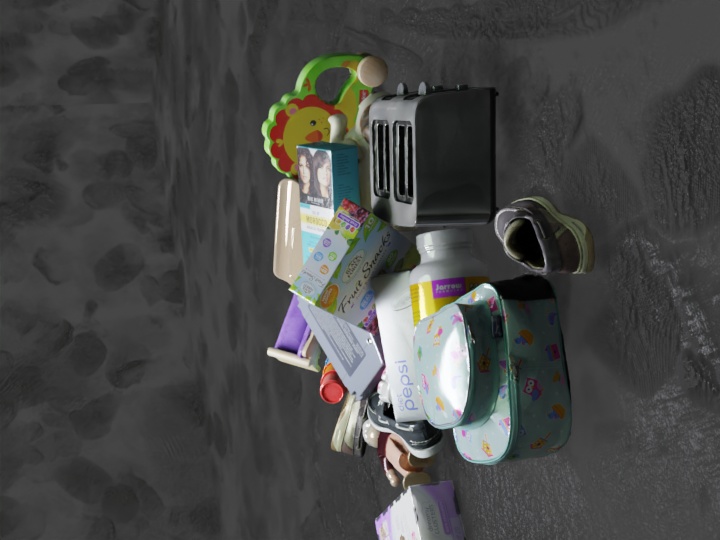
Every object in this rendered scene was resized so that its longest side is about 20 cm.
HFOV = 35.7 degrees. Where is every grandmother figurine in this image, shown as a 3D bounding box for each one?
[{"bbox_3d":[0.054,0.273,1.747,0.200,0.060,0.122,22,93,68],"label":"grandmother figurine"}]

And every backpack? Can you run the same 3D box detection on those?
[{"bbox_3d":[0.152,0.121,1.270,0.176,0.153,0.200,-34,69,64],"label":"backpack"}]

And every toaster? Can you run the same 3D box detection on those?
[{"bbox_3d":[0.093,-0.141,1.434,0.181,0.118,0.201,-153,60,-70],"label":"toaster"}]

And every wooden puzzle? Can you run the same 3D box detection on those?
[{"bbox_3d":[-0.059,-0.029,1.746,0.200,0.037,0.185,32,129,38],"label":"wooden puzzle"}]

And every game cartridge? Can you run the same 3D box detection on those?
[{"bbox_3d":[-0.021,0.081,1.680,0.200,0.041,0.133,58,137,22],"label":"game cartridge"}]

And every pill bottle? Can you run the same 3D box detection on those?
[{"bbox_3d":[0.117,0.051,1.425,0.104,0.104,0.201,156,109,-71],"label":"pill bottle"}]

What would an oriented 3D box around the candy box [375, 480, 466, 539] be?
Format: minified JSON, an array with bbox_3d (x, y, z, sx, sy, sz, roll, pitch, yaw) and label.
[{"bbox_3d":[0.093,0.417,1.637,0.200,0.071,0.168,119,143,-60],"label":"candy box"}]

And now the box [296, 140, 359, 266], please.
[{"bbox_3d":[-0.043,-0.079,1.587,0.082,0.049,0.201,15,113,49],"label":"box"}]

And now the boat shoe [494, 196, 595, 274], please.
[{"bbox_3d":[0.190,-0.038,1.245,0.200,0.065,0.072,-139,46,-66],"label":"boat shoe"}]

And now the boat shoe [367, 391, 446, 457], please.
[{"bbox_3d":[0.062,0.211,1.669,0.200,0.076,0.060,22,139,58],"label":"boat shoe"}]

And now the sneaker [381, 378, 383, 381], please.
[{"bbox_3d":[0.038,0.088,1.722,0.140,0.078,0.201,139,125,-67],"label":"sneaker"}]

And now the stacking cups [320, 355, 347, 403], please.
[{"bbox_3d":[-0.031,0.167,1.869,0.200,0.060,0.061,-80,-8,-73],"label":"stacking cups"}]

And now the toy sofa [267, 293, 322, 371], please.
[{"bbox_3d":[-0.087,0.065,1.919,0.098,0.083,0.200,53,-126,-65],"label":"toy sofa"}]

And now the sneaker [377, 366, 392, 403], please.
[{"bbox_3d":[0.095,0.120,1.568,0.087,0.074,0.200,36,117,32],"label":"sneaker"}]

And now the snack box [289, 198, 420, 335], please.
[{"bbox_3d":[0.000,0.000,1.520,0.053,0.200,0.142,29,89,28],"label":"snack box"}]

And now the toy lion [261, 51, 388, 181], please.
[{"bbox_3d":[-0.059,-0.241,1.759,0.069,0.191,0.201,-134,44,-63],"label":"toy lion"}]

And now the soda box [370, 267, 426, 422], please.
[{"bbox_3d":[0.073,0.098,1.497,0.068,0.063,0.201,-10,89,35],"label":"soda box"}]

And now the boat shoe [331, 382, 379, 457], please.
[{"bbox_3d":[0.010,0.216,1.861,0.073,0.065,0.200,-46,-24,-72],"label":"boat shoe"}]

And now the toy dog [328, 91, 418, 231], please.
[{"bbox_3d":[0.028,-0.166,1.607,0.194,0.139,0.200,58,149,32],"label":"toy dog"}]
